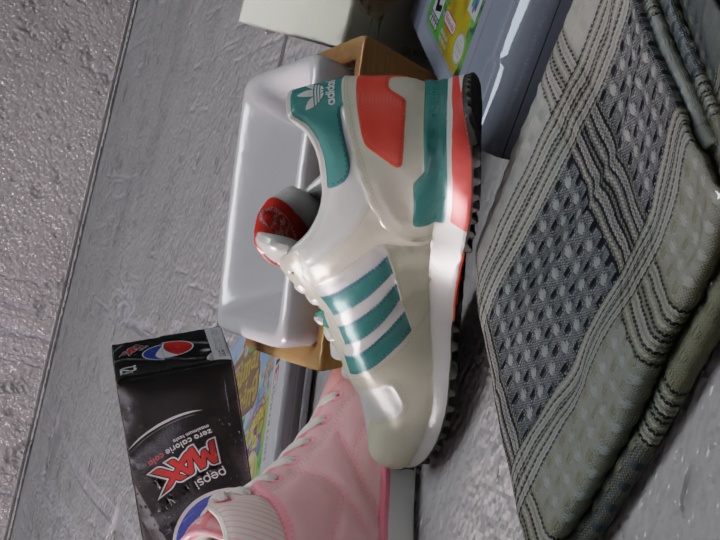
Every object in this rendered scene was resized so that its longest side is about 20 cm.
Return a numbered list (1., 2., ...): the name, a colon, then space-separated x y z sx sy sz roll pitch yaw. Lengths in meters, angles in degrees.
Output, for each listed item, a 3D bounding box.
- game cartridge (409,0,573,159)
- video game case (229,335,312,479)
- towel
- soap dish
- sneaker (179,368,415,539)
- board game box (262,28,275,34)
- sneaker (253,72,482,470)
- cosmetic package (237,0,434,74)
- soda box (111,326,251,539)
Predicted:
1. game cartridge: 0.069 -0.148 0.891 0.200 0.040 0.134 -107 37 -64
2. video game case: -0.069 0.106 1.228 0.200 0.022 0.183 128 153 -60
3. towel: 0.087 -0.019 0.690 0.193 0.034 0.201 -94 23 -52
4. soap dish: -0.015 -0.031 0.990 0.200 0.081 0.159 -175 92 -77
5. sneaker: -0.031 0.106 0.905 0.201 0.104 0.076 -90 17 -47
6. board game box: -0.052 -0.259 1.093 0.148 0.064 0.201 -115 17 -55
7. sneaker: 0.000 0.000 0.833 0.071 0.093 0.201 -85 0 -53
8. cosmetic package: 0.013 -0.213 1.005 0.103 0.073 0.201 4 -79 -59
9. soda box: -0.087 0.137 1.031 0.071 0.063 0.201 -124 25 -72
